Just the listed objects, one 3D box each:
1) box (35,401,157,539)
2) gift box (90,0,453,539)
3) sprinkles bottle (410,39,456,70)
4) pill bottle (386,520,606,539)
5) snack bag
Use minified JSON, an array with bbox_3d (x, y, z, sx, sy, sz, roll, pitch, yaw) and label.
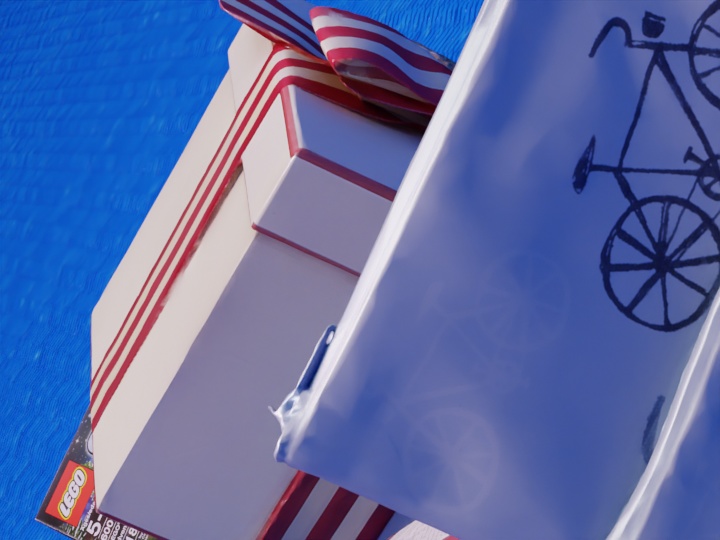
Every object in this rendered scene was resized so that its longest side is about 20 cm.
[{"bbox_3d":[-0.051,0.044,1.283,0.136,0.038,0.200,17,80,48],"label":"box"},{"bbox_3d":[0.000,0.000,1.108,0.187,0.184,0.200,-58,23,22],"label":"gift box"},{"bbox_3d":[-0.013,-0.011,1.358,0.200,0.068,0.068,-65,17,-6],"label":"sprinkles bottle"},{"bbox_3d":[0.056,0.115,0.890,0.200,0.109,0.110,-41,27,51],"label":"pill bottle"},{"bbox_3d":[0.100,0.005,0.786,0.021,0.200,0.189,128,167,-82],"label":"snack bag"}]
